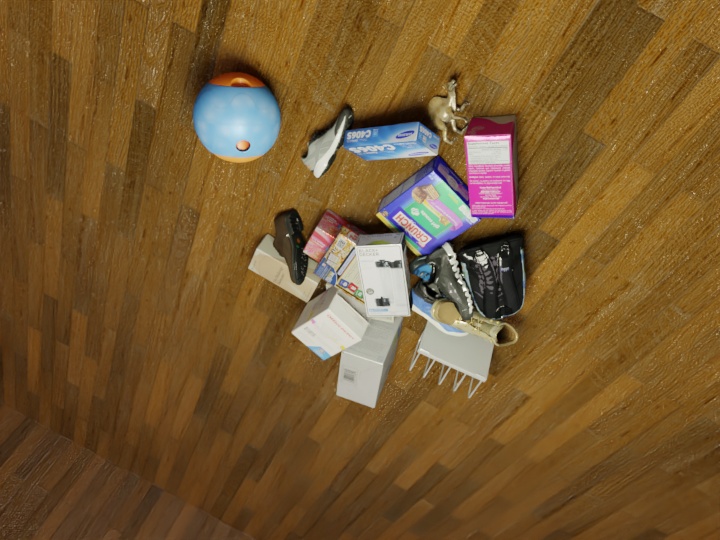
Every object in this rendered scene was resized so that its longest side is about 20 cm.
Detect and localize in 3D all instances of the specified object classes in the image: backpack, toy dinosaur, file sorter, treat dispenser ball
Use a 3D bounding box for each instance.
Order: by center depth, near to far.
[{"bbox_3d":[0.183,-0.332,1.315,0.101,0.058,0.200,43,135,7],"label":"toy dinosaur"},{"bbox_3d":[-0.285,-0.352,1.374,0.199,0.201,0.202,11,130,13],"label":"treat dispenser ball"},{"bbox_3d":[0.333,0.019,1.461,0.162,0.154,0.202,-16,100,7],"label":"backpack"},{"bbox_3d":[0.251,0.247,1.675,0.199,0.139,0.125,24,135,2],"label":"file sorter"}]

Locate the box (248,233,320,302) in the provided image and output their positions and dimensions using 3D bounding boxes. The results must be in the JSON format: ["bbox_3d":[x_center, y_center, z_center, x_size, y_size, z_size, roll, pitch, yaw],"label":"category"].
[{"bbox_3d":[-0.209,-0.007,1.697,0.199,0.078,0.095,29,131,-2],"label":"box"}]

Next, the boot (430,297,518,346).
[{"bbox_3d":[0.291,0.134,1.517,0.199,0.155,0.073,22,92,-31],"label":"boot"}]

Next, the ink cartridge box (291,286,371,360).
[{"bbox_3d":[-0.065,0.131,1.615,0.128,0.126,0.199,43,133,-16],"label":"ink cartridge box"}]

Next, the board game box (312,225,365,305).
[{"bbox_3d":[0.000,0.000,1.512,0.199,0.046,0.152,33,126,-7],"label":"board game box"}]

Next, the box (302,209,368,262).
[{"bbox_3d":[-0.038,-0.055,1.578,0.199,0.095,0.103,32,130,-5],"label":"box"}]

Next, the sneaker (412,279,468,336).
[{"bbox_3d":[0.228,0.096,1.603,0.199,0.077,0.111,33,141,4],"label":"sneaker"}]

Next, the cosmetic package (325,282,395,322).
[{"bbox_3d":[0.008,0.073,1.676,0.198,0.073,0.104,11,131,14],"label":"cosmetic package"}]

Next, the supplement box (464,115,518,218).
[{"bbox_3d":[0.293,-0.227,1.310,0.102,0.101,0.201,3,127,20],"label":"supplement box"}]

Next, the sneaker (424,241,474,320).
[{"bbox_3d":[0.210,0.037,1.443,0.090,0.066,0.201,-23,102,-6],"label":"sneaker"}]

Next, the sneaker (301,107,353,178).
[{"bbox_3d":[-0.082,-0.309,1.416,0.079,0.074,0.200,37,131,-2],"label":"sneaker"}]

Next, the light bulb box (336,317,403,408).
[{"bbox_3d":[0.027,0.248,1.721,0.124,0.200,0.199,17,131,10],"label":"light bulb box"}]

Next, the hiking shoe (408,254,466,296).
[{"bbox_3d":[0.210,0.021,1.501,0.199,0.087,0.074,17,138,-28],"label":"hiking shoe"}]

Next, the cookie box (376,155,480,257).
[{"bbox_3d":[0.166,-0.147,1.439,0.171,0.075,0.200,42,130,-16],"label":"cookie box"}]

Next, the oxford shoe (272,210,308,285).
[{"bbox_3d":[-0.194,-0.058,1.624,0.084,0.073,0.202,-9,90,27],"label":"oxford shoe"}]

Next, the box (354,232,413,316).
[{"bbox_3d":[0.059,0.012,1.437,0.116,0.060,0.202,-1,119,14],"label":"box"}]

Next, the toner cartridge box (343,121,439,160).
[{"bbox_3d":[0.067,-0.286,1.328,0.199,0.044,0.095,4,173,38],"label":"toner cartridge box"}]
